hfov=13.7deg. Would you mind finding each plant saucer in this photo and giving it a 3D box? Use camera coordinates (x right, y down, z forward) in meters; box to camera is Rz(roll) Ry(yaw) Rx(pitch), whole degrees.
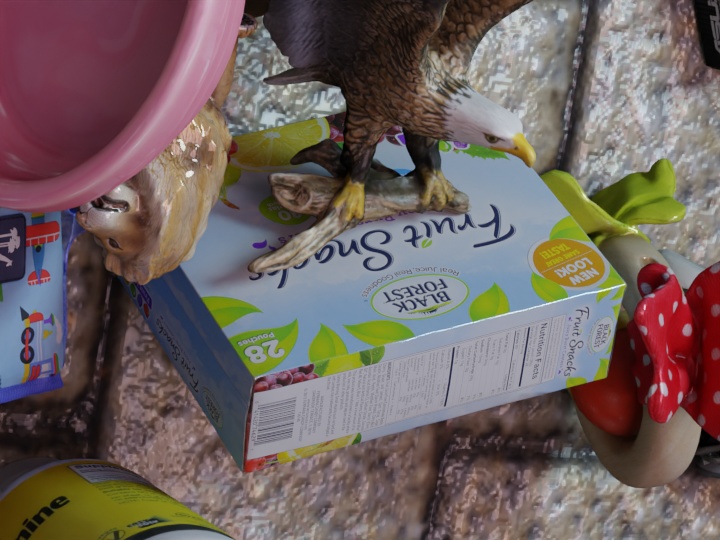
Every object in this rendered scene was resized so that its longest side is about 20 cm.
[{"bbox_3d":[-0.119,-0.122,1.301,0.051,0.200,0.201,14,95,-48],"label":"plant saucer"}]

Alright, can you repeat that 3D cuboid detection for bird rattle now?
[{"bbox_3d":[0.148,0.036,1.522,0.112,0.200,0.164,-17,132,-23],"label":"bird rattle"}]

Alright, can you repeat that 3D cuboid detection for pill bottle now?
[{"bbox_3d":[-0.119,0.153,1.396,0.112,0.200,0.113,-6,104,-26],"label":"pill bottle"}]

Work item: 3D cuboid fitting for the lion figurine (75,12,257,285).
[{"bbox_3d":[-0.106,-0.094,1.384,0.072,0.200,0.123,5,126,-23],"label":"lion figurine"}]

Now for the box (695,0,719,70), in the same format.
[{"bbox_3d":[0.264,-0.209,1.601,0.199,0.044,0.161,-21,109,-22],"label":"box"}]

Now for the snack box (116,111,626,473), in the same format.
[{"bbox_3d":[0.000,0.000,1.437,0.199,0.169,0.068,-14,135,-23],"label":"snack box"}]

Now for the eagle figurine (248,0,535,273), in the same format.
[{"bbox_3d":[0.030,-0.103,1.352,0.150,0.152,0.201,15,127,4],"label":"eagle figurine"}]

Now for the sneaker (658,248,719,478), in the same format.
[{"bbox_3d":[0.208,0.073,1.620,0.082,0.077,0.200,-45,117,-4],"label":"sneaker"}]

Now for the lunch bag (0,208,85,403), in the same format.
[{"bbox_3d":[-0.215,-0.007,1.388,0.199,0.094,0.151,-11,105,-38],"label":"lunch bag"}]

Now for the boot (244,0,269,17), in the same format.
[{"bbox_3d":[-0.045,-0.219,1.411,0.076,0.200,0.156,-13,71,-36],"label":"boot"}]
